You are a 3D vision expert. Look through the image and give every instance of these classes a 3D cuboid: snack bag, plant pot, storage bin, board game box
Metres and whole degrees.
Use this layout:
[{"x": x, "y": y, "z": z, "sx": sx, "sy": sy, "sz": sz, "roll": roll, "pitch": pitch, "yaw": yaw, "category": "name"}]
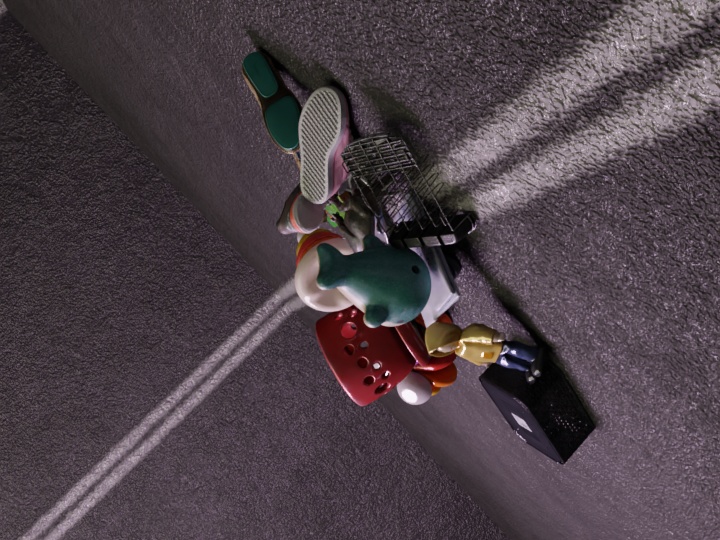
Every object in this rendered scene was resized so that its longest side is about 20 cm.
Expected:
[{"x": 0.099, "y": -0.012, "z": 1.340, "sx": 0.200, "sy": 0.021, "sz": 0.189, "roll": 116, "pitch": 133, "yaw": -69, "category": "snack bag"}, {"x": 0.030, "y": 0.145, "z": 1.628, "sx": 0.201, "sy": 0.182, "sz": 0.200, "roll": 56, "pitch": -172, "yaw": -12, "category": "plant pot"}, {"x": 0.321, "y": 0.244, "z": 1.463, "sx": 0.135, "sy": 0.094, "sz": 0.200, "roll": 26, "pitch": 156, "yaw": 56, "category": "storage bin"}, {"x": -0.059, "y": -0.141, "z": 1.640, "sx": 0.096, "sy": 0.030, "sz": 0.200, "roll": 49, "pitch": 164, "yaw": -6, "category": "board game box"}]

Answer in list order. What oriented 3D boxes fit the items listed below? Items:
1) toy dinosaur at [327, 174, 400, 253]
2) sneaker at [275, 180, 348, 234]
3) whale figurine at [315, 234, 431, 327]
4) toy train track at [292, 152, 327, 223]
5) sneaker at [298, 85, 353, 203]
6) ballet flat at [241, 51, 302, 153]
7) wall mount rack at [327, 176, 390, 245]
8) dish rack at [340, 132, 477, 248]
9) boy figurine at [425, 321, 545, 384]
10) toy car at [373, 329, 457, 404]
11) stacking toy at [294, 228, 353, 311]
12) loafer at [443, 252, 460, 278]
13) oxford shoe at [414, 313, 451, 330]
[{"x": -0.005, "y": -0.075, "z": 1.325, "sx": 0.102, "sy": 0.077, "sz": 0.201, "roll": 45, "pitch": 128, "yaw": 49, "category": "toy dinosaur"}, {"x": -0.090, "y": -0.135, "z": 1.379, "sx": 0.082, "sy": 0.200, "sz": 0.077, "roll": -14, "pitch": 120, "yaw": 38, "category": "sneaker"}, {"x": 0.026, "y": 0.008, "z": 1.243, "sx": 0.199, "sy": 0.160, "sz": 0.104, "roll": 19, "pitch": 147, "yaw": -32, "category": "whale figurine"}, {"x": -0.115, "y": -0.177, "z": 1.523, "sx": 0.115, "sy": 0.032, "sz": 0.201, "roll": 105, "pitch": 144, "yaw": -65, "category": "toy train track"}, {"x": -0.043, "y": -0.212, "z": 1.278, "sx": 0.075, "sy": 0.105, "sz": 0.201, "roll": 25, "pitch": 130, "yaw": 20, "category": "sneaker"}, {"x": -0.134, "y": -0.273, "z": 1.326, "sx": 0.201, "sy": 0.070, "sz": 0.065, "roll": 67, "pitch": -173, "yaw": 17, "category": "ballet flat"}, {"x": 0.017, "y": -0.072, "z": 1.452, "sx": 0.174, "sy": 0.075, "sz": 0.200, "roll": 28, "pitch": 150, "yaw": 43, "category": "wall mount rack"}, {"x": 0.063, "y": -0.118, "z": 1.173, "sx": 0.153, "sy": 0.055, "sz": 0.200, "roll": -5, "pitch": 126, "yaw": 47, "category": "dish rack"}, {"x": 0.207, "y": 0.129, "z": 1.344, "sx": 0.199, "sy": 0.065, "sz": 0.124, "roll": 14, "pitch": 152, "yaw": -4, "category": "boy figurine"}, {"x": 0.137, "y": 0.186, "z": 1.797, "sx": 0.200, "sy": 0.175, "sz": 0.150, "roll": 48, "pitch": 133, "yaw": -9, "category": "toy car"}, {"x": -0.070, "y": -0.029, "z": 1.492, "sx": 0.146, "sy": 0.146, "sz": 0.200, "roll": 54, "pitch": -179, "yaw": -34, "category": "stacking toy"}, {"x": 0.118, "y": 0.029, "z": 1.445, "sx": 0.072, "sy": 0.063, "sz": 0.200, "roll": 39, "pitch": 156, "yaw": 3, "category": "loafer"}, {"x": 0.120, "y": 0.068, "z": 1.622, "sx": 0.073, "sy": 0.071, "sz": 0.200, "roll": 42, "pitch": 168, "yaw": 40, "category": "oxford shoe"}]
